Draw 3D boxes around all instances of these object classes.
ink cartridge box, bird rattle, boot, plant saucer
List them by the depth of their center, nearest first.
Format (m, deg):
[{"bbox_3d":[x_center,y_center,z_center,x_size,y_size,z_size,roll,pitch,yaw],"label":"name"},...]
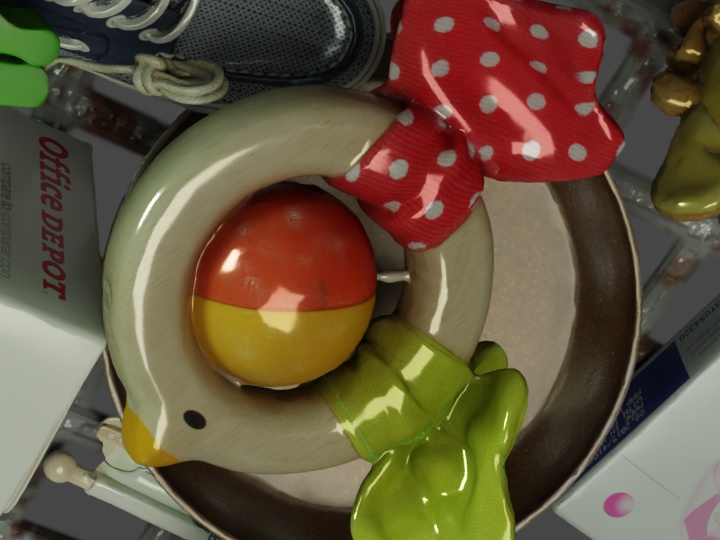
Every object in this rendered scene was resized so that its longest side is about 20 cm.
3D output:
[{"bbox_3d":[0.000,0.000,0.740,0.163,0.113,0.200,-4,121,-23],"label":"bird rattle"},{"bbox_3d":[-0.082,-0.095,0.760,0.199,0.090,0.073,13,95,-11],"label":"boot"},{"bbox_3d":[-0.190,-0.020,0.774,0.200,0.147,0.083,25,114,-22],"label":"ink cartridge box"},{"bbox_3d":[0.003,0.012,0.852,0.200,0.034,0.201,-1,100,-9],"label":"plant saucer"},{"bbox_3d":[0.210,0.075,0.951,0.200,0.043,0.196,36,110,-24],"label":"ink cartridge box"}]

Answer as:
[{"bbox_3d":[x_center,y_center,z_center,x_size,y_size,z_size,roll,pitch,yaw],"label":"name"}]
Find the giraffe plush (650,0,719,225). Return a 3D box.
[{"bbox_3d":[0.184,-0.043,0.797,0.162,0.173,0.201,1,106,15],"label":"giraffe plush"}]

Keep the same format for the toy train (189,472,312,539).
[{"bbox_3d":[-0.045,0.138,0.897,0.046,0.034,0.201,6,98,9],"label":"toy train"}]

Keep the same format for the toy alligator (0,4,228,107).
[{"bbox_3d":[-0.134,-0.075,0.691,0.199,0.059,0.054,-4,113,-19],"label":"toy alligator"}]

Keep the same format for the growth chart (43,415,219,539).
[{"bbox_3d":[-0.010,0.047,0.916,0.145,0.018,0.200,33,112,-25],"label":"growth chart"}]
